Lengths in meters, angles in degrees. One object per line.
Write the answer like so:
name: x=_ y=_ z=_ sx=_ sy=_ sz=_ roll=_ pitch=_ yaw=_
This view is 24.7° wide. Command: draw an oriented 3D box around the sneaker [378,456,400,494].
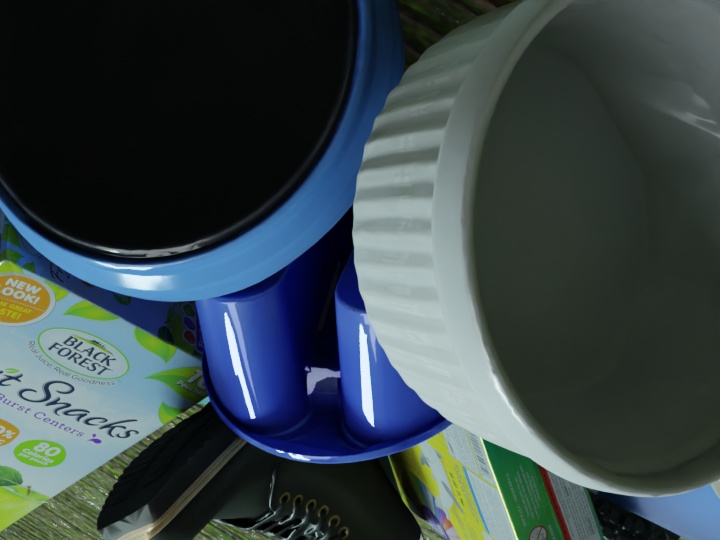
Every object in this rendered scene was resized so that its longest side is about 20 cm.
sneaker: x=-0.013 y=0.120 z=1.060 sx=0.091 sy=0.076 sz=0.200 roll=46 pitch=170 yaw=-8

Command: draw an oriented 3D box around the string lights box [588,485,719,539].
string lights box: x=0.204 y=0.103 z=0.813 sx=0.198 sy=0.103 sz=0.060 roll=25 pitch=112 yaw=13

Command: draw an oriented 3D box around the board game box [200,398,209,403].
board game box: x=-0.093 y=0.040 z=0.961 sx=0.198 sy=0.048 sz=0.151 roll=-2 pitch=162 yaw=-23

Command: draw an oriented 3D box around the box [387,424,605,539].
box: x=0.050 y=0.087 z=0.840 sx=0.200 sy=0.048 sz=0.118 roll=26 pitch=140 yaw=63

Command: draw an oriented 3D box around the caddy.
caddy: x=0.000 y=0.000 z=0.773 sx=0.139 sy=0.201 sz=0.106 roll=5 pitch=134 yaw=16

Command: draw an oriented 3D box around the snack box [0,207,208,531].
snack box: x=-0.180 y=0.052 z=0.821 sx=0.199 sy=0.053 sz=0.142 roll=-33 pitch=135 yaw=31

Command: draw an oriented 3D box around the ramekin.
ramekin: x=0.089 y=-0.018 z=0.656 sx=0.200 sy=0.201 sz=0.105 roll=46 pitch=158 yaw=-26

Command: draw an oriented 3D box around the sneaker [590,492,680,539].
sneaker: x=0.093 y=0.122 z=0.994 sx=0.199 sy=0.078 sz=0.085 roll=31 pitch=153 yaw=1

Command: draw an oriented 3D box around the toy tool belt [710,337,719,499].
toy tool belt: x=0.246 y=0.045 z=0.706 sx=0.198 sy=0.122 sz=0.127 roll=-6 pitch=98 yaw=42

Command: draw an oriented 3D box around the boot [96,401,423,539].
boot: x=-0.034 y=0.123 z=0.816 sx=0.077 sy=0.200 sz=0.139 roll=-23 pitch=100 yaw=35

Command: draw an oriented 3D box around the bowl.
bowl: x=-0.081 y=-0.090 z=0.701 sx=0.199 sy=0.203 sz=0.039 roll=22 pitch=176 yaw=18
